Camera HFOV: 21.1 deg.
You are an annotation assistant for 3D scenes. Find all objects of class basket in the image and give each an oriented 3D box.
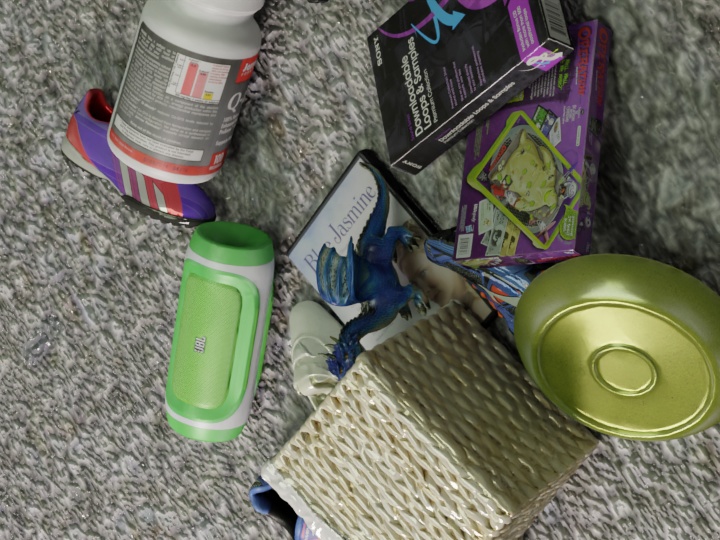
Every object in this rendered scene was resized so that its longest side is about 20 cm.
[{"bbox_3d":[0.064,0.163,1.654,0.200,0.198,0.161,46,122,12],"label":"basket"}]

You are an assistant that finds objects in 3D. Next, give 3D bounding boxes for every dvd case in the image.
[{"bbox_3d":[0.029,0.007,1.768,0.200,0.018,0.143,50,126,18],"label":"dvd case"}]

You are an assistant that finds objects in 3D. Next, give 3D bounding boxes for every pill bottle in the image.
[{"bbox_3d":[-0.158,-0.192,1.805,0.116,0.116,0.200,35,120,27],"label":"pill bottle"}]

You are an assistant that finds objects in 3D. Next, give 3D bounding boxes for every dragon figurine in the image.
[{"bbox_3d":[0.000,0.000,1.702,0.059,0.099,0.201,-15,83,59],"label":"dragon figurine"}]

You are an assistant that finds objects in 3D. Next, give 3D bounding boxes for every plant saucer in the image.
[{"bbox_3d":[0.217,0.072,1.565,0.199,0.031,0.200,13,134,13],"label":"plant saucer"}]

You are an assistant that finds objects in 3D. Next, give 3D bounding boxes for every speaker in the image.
[{"bbox_3d":[-0.136,0.059,1.857,0.088,0.088,0.201,23,114,32],"label":"speaker"}]

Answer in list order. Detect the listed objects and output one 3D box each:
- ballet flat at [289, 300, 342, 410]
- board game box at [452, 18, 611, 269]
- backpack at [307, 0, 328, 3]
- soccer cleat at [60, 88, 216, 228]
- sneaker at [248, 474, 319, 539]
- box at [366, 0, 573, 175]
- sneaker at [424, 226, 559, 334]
[{"bbox_3d":[-0.023,0.121,1.806,0.069,0.069,0.200,-34,79,38],"label":"ballet flat"},{"bbox_3d":[0.142,-0.103,1.592,0.120,0.032,0.201,-7,68,41],"label":"board game box"},{"bbox_3d":[0.020,-0.314,1.619,0.199,0.163,0.154,-4,83,32],"label":"backpack"},{"bbox_3d":[-0.216,-0.108,1.904,0.200,0.068,0.073,33,115,30],"label":"soccer cleat"},{"bbox_3d":[-0.025,0.244,1.827,0.200,0.078,0.076,23,115,32],"label":"sneaker"},{"bbox_3d":[0.088,-0.191,1.627,0.200,0.036,0.143,-39,48,38],"label":"box"},{"bbox_3d":[0.134,0.018,1.646,0.200,0.075,0.079,28,119,32],"label":"sneaker"}]
